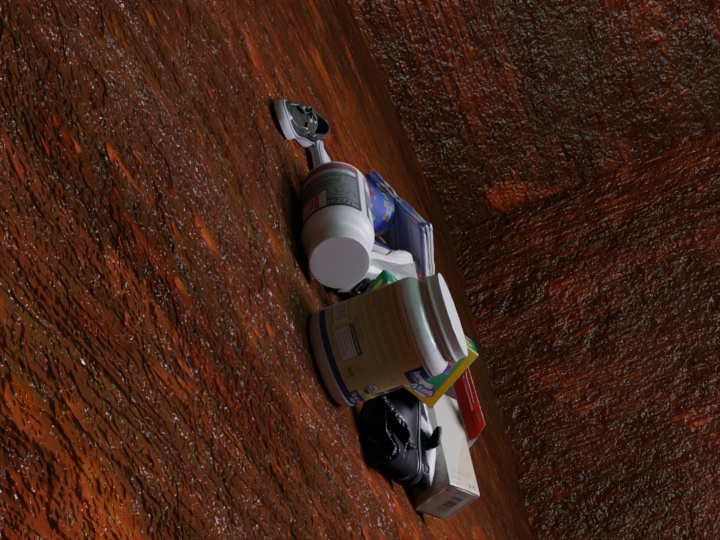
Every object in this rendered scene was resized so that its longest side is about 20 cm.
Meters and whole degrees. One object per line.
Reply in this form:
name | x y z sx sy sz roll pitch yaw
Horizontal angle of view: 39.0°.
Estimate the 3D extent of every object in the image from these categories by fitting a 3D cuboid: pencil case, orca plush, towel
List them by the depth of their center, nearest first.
orca plush | 0.085 0.267 1.728 0.070 0.105 0.204 18 69 -28
pencil case | -0.016 -0.118 1.765 0.199 0.087 0.079 22 31 -56
towel | 0.074 -0.081 1.885 0.200 0.024 0.149 47 -25 39
towel | -0.042 -0.134 1.896 0.201 0.023 0.149 60 15 -49

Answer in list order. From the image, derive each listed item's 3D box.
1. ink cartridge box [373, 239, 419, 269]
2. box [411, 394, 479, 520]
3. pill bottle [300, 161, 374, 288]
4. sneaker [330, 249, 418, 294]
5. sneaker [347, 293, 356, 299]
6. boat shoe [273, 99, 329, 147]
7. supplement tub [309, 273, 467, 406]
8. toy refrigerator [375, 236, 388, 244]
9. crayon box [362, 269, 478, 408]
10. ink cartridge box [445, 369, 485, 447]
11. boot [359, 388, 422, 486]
ink cartridge box | 0.015 -0.040 1.807 0.094 0.038 0.199 31 4 38
box | 0.134 0.319 1.778 0.077 0.095 0.202 26 38 -33
pill bottle | -0.037 -0.072 1.578 0.202 0.114 0.117 -95 163 -54
sneaker | 0.029 0.015 1.679 0.198 0.074 0.080 -7 61 -45
sneaker | 0.000 0.000 1.798 0.089 0.076 0.200 58 9 -11
boat shoe | -0.101 -0.261 1.759 0.200 0.056 0.070 8 63 -79
supplement tub | 0.040 0.095 1.434 0.144 0.197 0.147 -20 90 -80
toy refrigerator | 0.040 -0.021 1.977 0.202 0.074 0.071 -99 -167 -49
crayon box | 0.075 0.110 1.608 0.199 0.119 0.058 39 12 -15
ink cartridge box | 0.170 0.251 1.895 0.201 0.049 0.165 102 -24 -63
boot | 0.047 0.222 1.584 0.169 0.075 0.203 62 19 -59
